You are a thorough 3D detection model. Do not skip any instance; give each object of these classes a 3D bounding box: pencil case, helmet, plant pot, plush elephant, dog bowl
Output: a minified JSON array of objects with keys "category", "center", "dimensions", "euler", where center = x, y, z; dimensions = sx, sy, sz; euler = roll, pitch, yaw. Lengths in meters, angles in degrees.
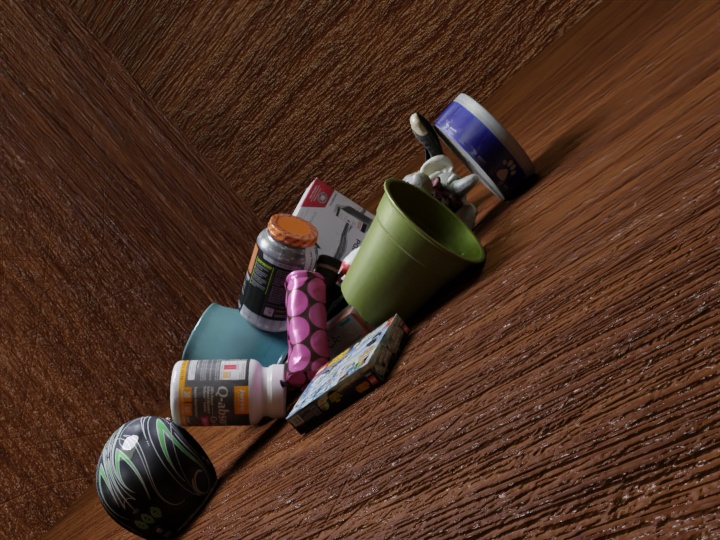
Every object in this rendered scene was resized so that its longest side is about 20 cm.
[{"category":"pencil case","center":[-0.097,0.106,1.495],"dimensions":[0.094,0.089,0.203],"euler":[88,-179,-64]},{"category":"helmet","center":[-0.368,0.357,1.480],"dimensions":[0.200,0.191,0.200],"euler":[-41,8,7]},{"category":"plant pot","center":[-0.242,0.166,1.665],"dimensions":[0.202,0.186,0.200],"euler":[-63,-1,-2]},{"category":"plush elephant","center":[0.150,-0.126,1.536],"dimensions":[0.155,0.166,0.200],"euler":[-41,10,-19]},{"category":"plant pot","center":[0.066,-0.012,1.362],"dimensions":[0.191,0.199,0.200],"euler":[-52,4,22]},{"category":"dog bowl","center":[0.227,-0.228,1.562],"dimensions":[0.079,0.200,0.200],"euler":[-43,7,4]}]

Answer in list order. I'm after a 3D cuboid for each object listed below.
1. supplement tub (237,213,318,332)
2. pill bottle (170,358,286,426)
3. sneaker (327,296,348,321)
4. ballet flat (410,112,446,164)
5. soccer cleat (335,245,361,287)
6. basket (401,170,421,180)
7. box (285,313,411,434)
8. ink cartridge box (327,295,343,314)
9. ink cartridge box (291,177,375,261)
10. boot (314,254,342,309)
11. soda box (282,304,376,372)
[{"category":"supplement tub","center":[-0.153,0.003,1.602],"dimensions":[0.123,0.121,0.202],"euler":[-57,-11,-63]},{"category":"pill bottle","center":[-0.233,0.218,1.508],"dimensions":[0.196,0.119,0.116],"euler":[-1,8,-2]},{"category":"sneaker","center":[0.007,0.049,1.692],"dimensions":[0.200,0.076,0.088],"euler":[-41,2,16]},{"category":"ballet flat","center":[0.128,-0.230,1.616],"dimensions":[0.056,0.067,0.200],"euler":[-22,-32,9]},{"category":"soccer cleat","center":[0.000,0.000,1.549],"dimensions":[0.086,0.068,0.200],"euler":[-52,-8,-9]},{"category":"basket","center":[0.104,-0.109,1.774],"dimensions":[0.149,0.143,0.200],"euler":[-45,7,-27]},{"category":"box","center":[-0.018,0.161,1.308],"dimensions":[0.199,0.040,0.137],"euler":[-38,10,36]},{"category":"ink cartridge box","center":[-0.067,-0.005,1.851],"dimensions":[0.145,0.200,0.088],"euler":[-41,0,4]},{"category":"ink cartridge box","center":[-0.050,-0.072,1.752],"dimensions":[0.148,0.198,0.083],"euler":[-62,11,-19]},{"category":"boot","center":[-0.085,0.063,1.678],"dimensions":[0.200,0.076,0.140],"euler":[83,-153,-71]},{"category":"soda box","center":[-0.054,0.134,1.562],"dimensions":[0.199,0.064,0.069],"euler":[-38,9,30]}]
